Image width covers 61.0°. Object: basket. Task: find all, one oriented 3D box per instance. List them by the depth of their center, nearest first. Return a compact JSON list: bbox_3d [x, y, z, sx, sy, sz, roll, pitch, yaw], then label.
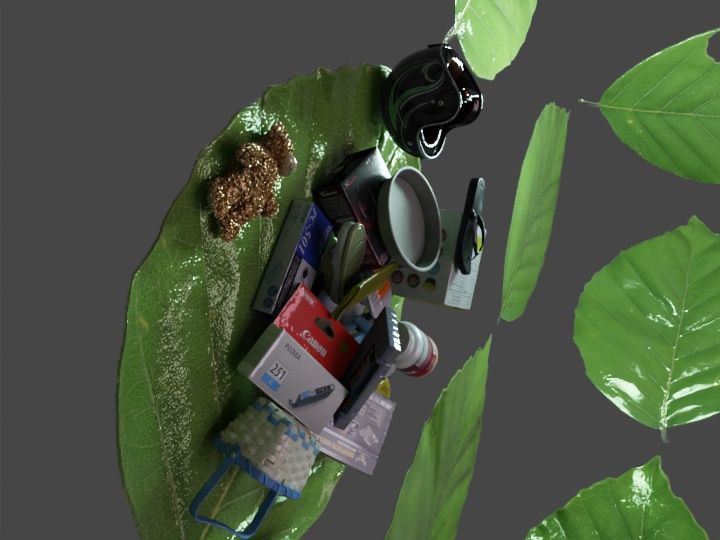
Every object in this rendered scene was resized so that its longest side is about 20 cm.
[{"bbox_3d":[-0.166,0.323,0.979,0.202,0.137,0.177,-57,147,-19],"label":"basket"}]

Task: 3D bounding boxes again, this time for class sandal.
[{"bbox_3d":[0.005,-0.003,1.237,0.079,0.059,0.211,-25,100,-49],"label":"sandal"},{"bbox_3d":[0.236,-0.091,1.267,0.076,0.042,0.205,5,94,-63],"label":"sandal"}]

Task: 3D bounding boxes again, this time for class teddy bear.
[{"bbox_3d":[-0.153,-0.129,0.900,0.200,0.066,0.147,-43,139,-48],"label":"teddy bear"}]

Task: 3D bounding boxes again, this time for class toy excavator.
[{"bbox_3d":[-0.024,0.147,1.216,0.197,0.100,0.198,-17,129,-30],"label":"toy excavator"}]

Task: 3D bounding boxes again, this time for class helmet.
[{"bbox_3d":[0.134,-0.338,1.247,0.199,0.189,0.203,34,41,-36],"label":"helmet"}]

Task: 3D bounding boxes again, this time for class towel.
[{"bbox_3d":[0.018,0.030,1.113,0.086,0.018,0.199,-49,171,30],"label":"towel"}]

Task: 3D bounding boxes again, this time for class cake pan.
[{"bbox_3d":[0.094,-0.096,1.169,0.199,0.036,0.205,17,68,-52],"label":"cake pan"}]

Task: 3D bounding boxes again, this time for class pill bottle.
[{"bbox_3d":[0.113,0.191,1.500,0.200,0.111,0.115,40,65,-59],"label":"pill bottle"}]

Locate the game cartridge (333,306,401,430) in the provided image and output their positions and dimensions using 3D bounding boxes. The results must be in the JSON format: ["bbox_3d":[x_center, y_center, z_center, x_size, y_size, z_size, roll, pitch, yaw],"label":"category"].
[{"bbox_3d":[0.006,0.176,1.103,0.202,0.038,0.130,-58,-168,24],"label":"game cartridge"}]

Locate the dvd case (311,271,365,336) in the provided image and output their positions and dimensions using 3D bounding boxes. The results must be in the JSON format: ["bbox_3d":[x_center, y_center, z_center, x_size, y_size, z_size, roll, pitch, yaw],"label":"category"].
[{"bbox_3d":[-0.038,0.054,1.253,0.144,0.017,0.201,-63,149,-26],"label":"dvd case"}]

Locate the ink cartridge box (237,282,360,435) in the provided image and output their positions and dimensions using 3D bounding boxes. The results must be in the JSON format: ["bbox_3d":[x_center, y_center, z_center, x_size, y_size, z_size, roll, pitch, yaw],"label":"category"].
[{"bbox_3d":[-0.085,0.151,1.027,0.177,0.044,0.200,-54,130,-16],"label":"ink cartridge box"}]

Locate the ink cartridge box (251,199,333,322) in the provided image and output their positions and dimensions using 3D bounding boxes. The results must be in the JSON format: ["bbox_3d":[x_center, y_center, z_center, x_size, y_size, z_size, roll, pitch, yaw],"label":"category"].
[{"bbox_3d":[-0.113,-0.009,1.050,0.094,0.043,0.203,46,59,-60],"label":"ink cartridge box"}]

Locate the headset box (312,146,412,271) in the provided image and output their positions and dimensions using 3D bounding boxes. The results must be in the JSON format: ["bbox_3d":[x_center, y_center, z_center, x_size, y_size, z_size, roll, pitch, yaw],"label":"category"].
[{"bbox_3d":[0.013,-0.107,1.160,0.149,0.074,0.202,-50,122,-43],"label":"headset box"}]

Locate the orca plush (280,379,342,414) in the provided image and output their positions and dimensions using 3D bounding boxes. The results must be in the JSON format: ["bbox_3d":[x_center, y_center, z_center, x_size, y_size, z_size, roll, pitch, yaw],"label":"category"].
[{"bbox_3d":[-0.085,0.219,1.144,0.071,0.104,0.203,59,53,-78],"label":"orca plush"}]

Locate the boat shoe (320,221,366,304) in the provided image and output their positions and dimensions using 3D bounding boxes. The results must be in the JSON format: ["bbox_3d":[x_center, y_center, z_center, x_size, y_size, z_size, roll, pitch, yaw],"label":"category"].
[{"bbox_3d":[-0.038,-0.012,1.081,0.075,0.068,0.202,-47,157,-39],"label":"boat shoe"}]

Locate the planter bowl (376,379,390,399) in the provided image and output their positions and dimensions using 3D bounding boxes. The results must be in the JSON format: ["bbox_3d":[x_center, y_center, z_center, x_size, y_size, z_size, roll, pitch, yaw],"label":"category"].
[{"bbox_3d":[0.012,0.279,1.370,0.200,0.082,0.204,-33,128,-55],"label":"planter bowl"}]

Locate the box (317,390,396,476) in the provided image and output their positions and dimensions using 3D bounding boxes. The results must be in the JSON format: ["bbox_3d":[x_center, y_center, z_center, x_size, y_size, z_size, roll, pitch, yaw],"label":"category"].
[{"bbox_3d":[-0.031,0.302,1.234,0.199,0.048,0.161,34,67,-29],"label":"box"}]

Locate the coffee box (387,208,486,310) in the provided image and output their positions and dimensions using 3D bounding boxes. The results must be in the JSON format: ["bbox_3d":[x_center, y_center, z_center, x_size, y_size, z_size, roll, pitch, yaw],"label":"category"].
[{"bbox_3d":[0.150,-0.030,1.388,0.199,0.196,0.202,14,88,-63],"label":"coffee box"}]
